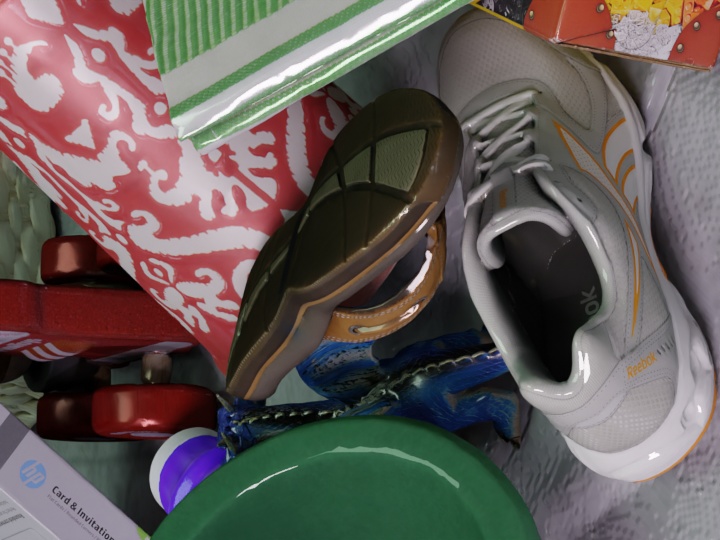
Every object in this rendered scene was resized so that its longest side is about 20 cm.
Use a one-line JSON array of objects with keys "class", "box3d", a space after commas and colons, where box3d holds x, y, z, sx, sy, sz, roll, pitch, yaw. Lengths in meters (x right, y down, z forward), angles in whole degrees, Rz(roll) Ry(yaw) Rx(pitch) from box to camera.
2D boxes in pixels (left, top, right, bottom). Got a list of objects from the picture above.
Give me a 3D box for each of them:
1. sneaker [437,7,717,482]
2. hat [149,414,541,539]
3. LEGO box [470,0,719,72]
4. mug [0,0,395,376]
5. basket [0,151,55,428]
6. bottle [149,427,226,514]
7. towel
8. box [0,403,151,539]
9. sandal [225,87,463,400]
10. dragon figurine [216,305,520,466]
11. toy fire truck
[{"class": "sneaker", "box3d": [0.066, -0.026, 0.747, 0.075, 0.092, 0.201, -32, 57, 18]}, {"class": "hat", "box3d": [0.005, 0.173, 0.811, 0.198, 0.176, 0.167, -21, 55, 13]}, {"class": "LEGO box", "box3d": [0.073, -0.178, 0.794, 0.200, 0.077, 0.150, 37, 117, 56]}, {"class": "mug", "box3d": [-0.096, -0.062, 0.903, 0.177, 0.200, 0.134, -10, 45, 54]}, {"class": "basket", "box3d": [-0.271, 0.009, 1.306, 0.123, 0.134, 0.202, -42, 50, 46]}, {"class": "bottle", "box3d": [-0.040, 0.128, 0.949, 0.200, 0.065, 0.084, 33, 115, 57]}, {"class": "towel", "box3d": [-0.027, -0.154, 0.792, 0.152, 0.023, 0.201, -28, 53, 14]}, {"class": "box", "box3d": [-0.185, 0.136, 1.087, 0.041, 0.200, 0.156, -53, 15, -31]}, {"class": "sandal", "box3d": [0.000, 0.000, 0.769, 0.200, 0.054, 0.082, 128, 160, -54]}, {"class": "dragon figurine", "box3d": [0.009, 0.051, 0.842, 0.200, 0.099, 0.059, -42, 51, 50]}, {"class": "toy fire truck", "box3d": [-0.173, 0.031, 1.095, 0.199, 0.167, 0.113, -12, 74, 59]}]
